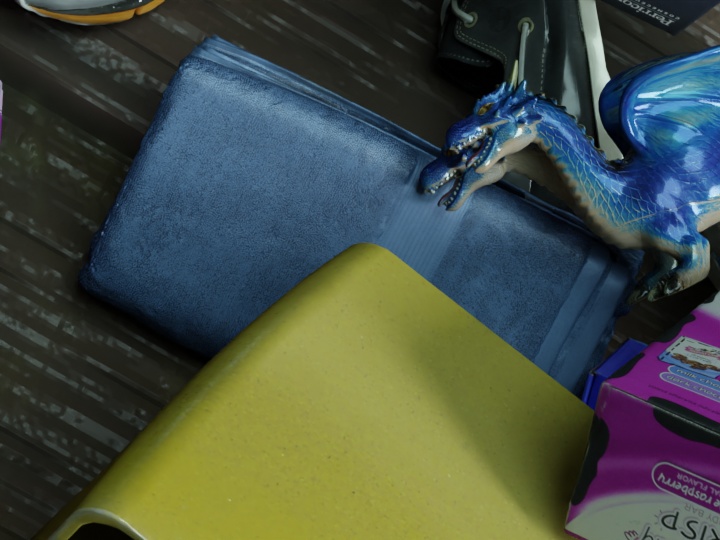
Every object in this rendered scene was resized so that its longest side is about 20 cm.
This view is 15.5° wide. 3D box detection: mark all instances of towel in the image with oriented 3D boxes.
[{"bbox_3d":[0.000,0.000,1.008,0.200,0.049,0.112,26,100,-12],"label":"towel"}]

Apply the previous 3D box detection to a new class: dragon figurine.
[{"bbox_3d":[0.123,-0.052,0.967,0.200,0.059,0.100,-25,91,-7],"label":"dragon figurine"}]

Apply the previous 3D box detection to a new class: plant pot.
[{"bbox_3d":[-0.011,0.113,0.911,0.200,0.200,0.177,37,51,-7],"label":"plant pot"}]

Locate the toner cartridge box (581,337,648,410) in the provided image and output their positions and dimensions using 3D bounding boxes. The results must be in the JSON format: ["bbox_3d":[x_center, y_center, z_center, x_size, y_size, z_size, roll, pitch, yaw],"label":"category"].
[{"bbox_3d":[0.171,0.107,0.985,0.200,0.095,0.043,23,27,18],"label":"toner cartridge box"}]

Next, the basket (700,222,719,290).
[{"bbox_3d":[0.240,-0.028,1.080,0.200,0.139,0.177,-29,86,-19],"label":"basket"}]

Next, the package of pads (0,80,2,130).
[{"bbox_3d":[-0.231,-0.028,0.922,0.199,0.076,0.121,11,71,-19],"label":"package of pads"}]

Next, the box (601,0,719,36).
[{"bbox_3d":[0.070,-0.179,0.972,0.199,0.141,0.079,23,72,-13],"label":"box"}]

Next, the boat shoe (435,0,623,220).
[{"bbox_3d":[0.063,-0.102,1.072,0.067,0.072,0.201,-5,74,-2],"label":"boat shoe"}]

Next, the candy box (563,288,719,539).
[{"bbox_3d":[0.172,0.058,0.903,0.136,0.061,0.200,23,26,21],"label":"candy box"}]

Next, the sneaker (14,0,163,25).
[{"bbox_3d":[-0.061,-0.164,1.037,0.200,0.077,0.078,-33,89,-26],"label":"sneaker"}]
